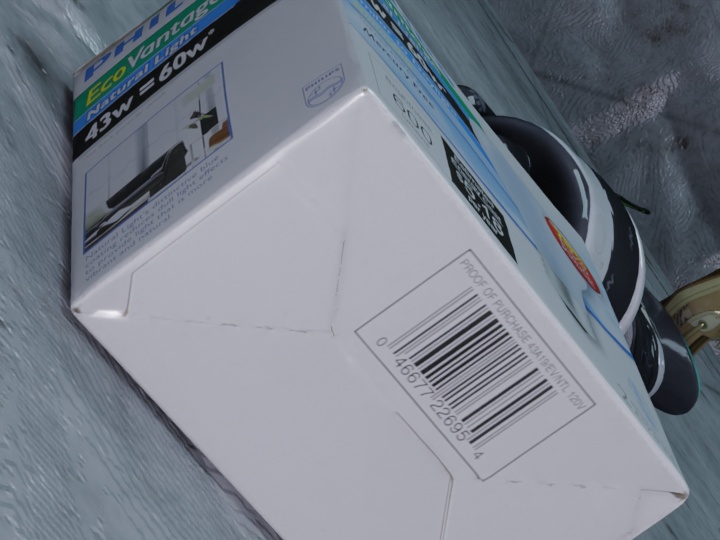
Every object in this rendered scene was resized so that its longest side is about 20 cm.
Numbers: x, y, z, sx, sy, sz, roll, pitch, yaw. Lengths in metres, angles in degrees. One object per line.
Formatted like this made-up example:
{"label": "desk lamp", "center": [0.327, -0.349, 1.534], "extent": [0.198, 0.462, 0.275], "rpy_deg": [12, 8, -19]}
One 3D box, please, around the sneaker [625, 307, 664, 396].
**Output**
{"label": "sneaker", "center": [0.146, 0.004, 1.625], "extent": [0.201, 0.075, 0.114], "rpy_deg": [59, 8, 9]}

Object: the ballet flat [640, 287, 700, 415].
{"label": "ballet flat", "center": [0.199, 0.030, 1.846], "extent": [0.201, 0.073, 0.073], "rpy_deg": [64, 12, 12]}

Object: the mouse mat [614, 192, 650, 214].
{"label": "mouse mat", "center": [0.152, -0.083, 1.884], "extent": [0.160, 0.008, 0.200], "rpy_deg": [24, 4, 14]}

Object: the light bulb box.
{"label": "light bulb box", "center": [0.000, 0.000, 0.841], "extent": [0.199, 0.124, 0.200], "rpy_deg": [50, 12, -25]}

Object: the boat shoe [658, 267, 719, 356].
{"label": "boat shoe", "center": [0.279, 0.040, 1.870], "extent": [0.073, 0.200, 0.063], "rpy_deg": [-22, 81, -34]}

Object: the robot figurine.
{"label": "robot figurine", "center": [0.081, -0.010, 1.260], "extent": [0.124, 0.151, 0.200], "rpy_deg": [19, -5, 25]}
